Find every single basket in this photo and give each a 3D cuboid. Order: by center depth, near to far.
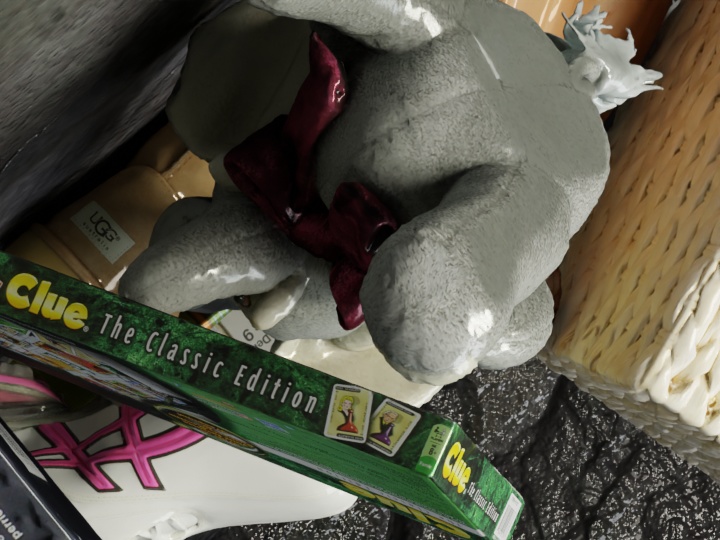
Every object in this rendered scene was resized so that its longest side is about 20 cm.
[{"bbox_3d":[0.184,-0.003,1.156,0.200,0.161,0.198,-61,-164,-2],"label":"basket"}]

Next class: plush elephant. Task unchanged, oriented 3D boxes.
[{"bbox_3d":[-0.008,-0.026,0.927,0.155,0.165,0.200,-34,170,31],"label":"plush elephant"}]

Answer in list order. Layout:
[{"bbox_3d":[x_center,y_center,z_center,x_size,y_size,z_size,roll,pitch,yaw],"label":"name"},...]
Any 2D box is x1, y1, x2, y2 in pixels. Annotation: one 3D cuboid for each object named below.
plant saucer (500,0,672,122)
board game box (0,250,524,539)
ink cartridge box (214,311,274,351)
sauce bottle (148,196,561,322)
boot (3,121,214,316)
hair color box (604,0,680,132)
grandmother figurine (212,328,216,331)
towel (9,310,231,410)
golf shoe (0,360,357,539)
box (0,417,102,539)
[{"bbox_3d":[0.091,-0.116,1.128,0.200,0.032,0.200,-55,160,-30],"label":"plant saucer"},{"bbox_3d":[-0.051,0.035,0.900,0.023,0.200,0.105,-65,160,-13],"label":"board game box"},{"bbox_3d":[0.014,-0.035,1.363,0.145,0.088,0.200,-43,175,21],"label":"ink cartridge box"},{"bbox_3d":[0.000,0.000,1.080,0.066,0.066,0.200,-43,153,23],"label":"sauce bottle"},{"bbox_3d":[-0.041,-0.037,1.123,0.200,0.066,0.175,-41,175,-10],"label":"boot"},{"bbox_3d":[0.157,-0.084,1.345,0.101,0.200,0.061,-42,174,8],"label":"hair color box"},{"bbox_3d":[-0.128,0.061,1.358,0.200,0.061,0.121,-42,-158,-17],"label":"grandmother figurine"},{"bbox_3d":[-0.116,0.036,1.224,0.200,0.018,0.086,-39,-154,-9],"label":"towel"},{"bbox_3d":[-0.092,0.085,1.072,0.073,0.200,0.092,51,44,-57],"label":"golf shoe"},{"bbox_3d":[-0.197,0.110,0.931,0.198,0.123,0.200,-40,175,-6],"label":"box"}]
